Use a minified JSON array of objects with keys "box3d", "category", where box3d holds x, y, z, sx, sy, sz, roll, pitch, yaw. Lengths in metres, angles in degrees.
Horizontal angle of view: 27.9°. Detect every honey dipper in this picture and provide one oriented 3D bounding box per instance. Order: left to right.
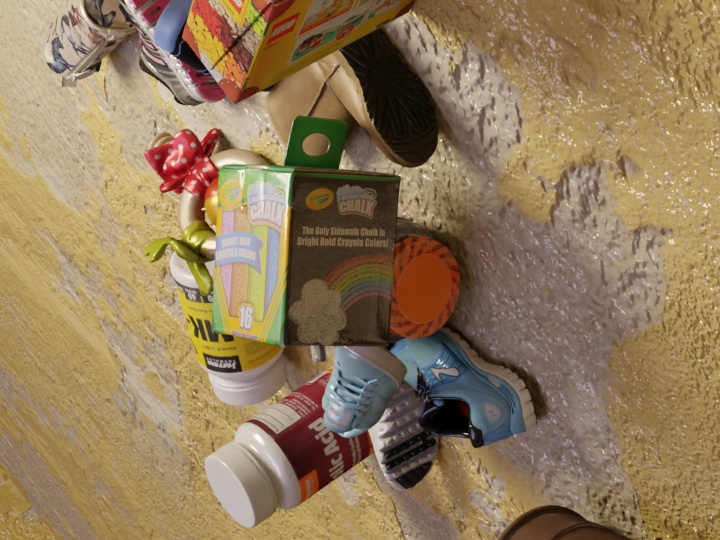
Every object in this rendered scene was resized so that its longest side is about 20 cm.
[{"box3d":[-0.180,-0.101,1.732,0.200,0.038,0.038,39,147,30],"category":"honey dipper"}]

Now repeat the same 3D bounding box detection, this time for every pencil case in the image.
[{"box3d":[-0.318,-0.287,1.724,0.200,0.078,0.090,-21,79,62],"category":"pencil case"}]

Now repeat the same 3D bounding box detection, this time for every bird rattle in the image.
[{"box3d":[-0.160,-0.075,1.639,0.163,0.201,0.113,-10,147,28],"category":"bird rattle"}]

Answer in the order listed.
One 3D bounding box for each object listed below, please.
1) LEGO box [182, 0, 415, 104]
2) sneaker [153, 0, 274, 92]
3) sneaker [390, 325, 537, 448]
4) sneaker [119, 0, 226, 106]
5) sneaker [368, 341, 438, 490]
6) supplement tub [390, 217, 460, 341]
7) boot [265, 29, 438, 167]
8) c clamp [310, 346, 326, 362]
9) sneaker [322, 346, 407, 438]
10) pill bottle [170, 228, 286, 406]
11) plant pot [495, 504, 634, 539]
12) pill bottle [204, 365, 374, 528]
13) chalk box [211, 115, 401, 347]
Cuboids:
[{"box3d":[-0.032,-0.239,1.171,0.077,0.200,0.149,52,152,11],"category":"LEGO box"},{"box3d":[-0.131,-0.219,1.422,0.078,0.070,0.200,32,-172,14],"category":"sneaker"},{"box3d":[0.083,0.118,1.455,0.200,0.090,0.079,26,139,52],"category":"sneaker"},{"box3d":[-0.220,-0.262,1.594,0.200,0.074,0.087,57,147,-6],"category":"sneaker"},{"box3d":[0.032,0.151,1.612,0.081,0.075,0.201,37,146,60],"category":"sneaker"},{"box3d":[0.000,0.000,1.442,0.200,0.122,0.123,17,131,53],"category":"supplement tub"},{"box3d":[-0.011,-0.144,1.388,0.176,0.066,0.200,64,154,10],"category":"boot"},{"box3d":[-0.065,0.018,1.616,0.171,0.027,0.201,-109,8,-71],"category":"c clamp"},{"box3d":[-0.002,0.123,1.437,0.074,0.082,0.200,26,162,14],"category":"sneaker"},{"box3d":[-0.155,0.059,1.767,0.114,0.114,0.201,27,140,45],"category":"pill bottle"},{"box3d":[0.238,0.330,1.324,0.198,0.200,0.201,3,121,49],"category":"plant pot"},{"box3d":[-0.073,0.205,1.683,0.114,0.200,0.114,39,147,32],"category":"pill bottle"},{"box3d":[-0.050,-0.037,1.307,0.124,0.124,0.201,7,94,52],"category":"chalk box"}]
